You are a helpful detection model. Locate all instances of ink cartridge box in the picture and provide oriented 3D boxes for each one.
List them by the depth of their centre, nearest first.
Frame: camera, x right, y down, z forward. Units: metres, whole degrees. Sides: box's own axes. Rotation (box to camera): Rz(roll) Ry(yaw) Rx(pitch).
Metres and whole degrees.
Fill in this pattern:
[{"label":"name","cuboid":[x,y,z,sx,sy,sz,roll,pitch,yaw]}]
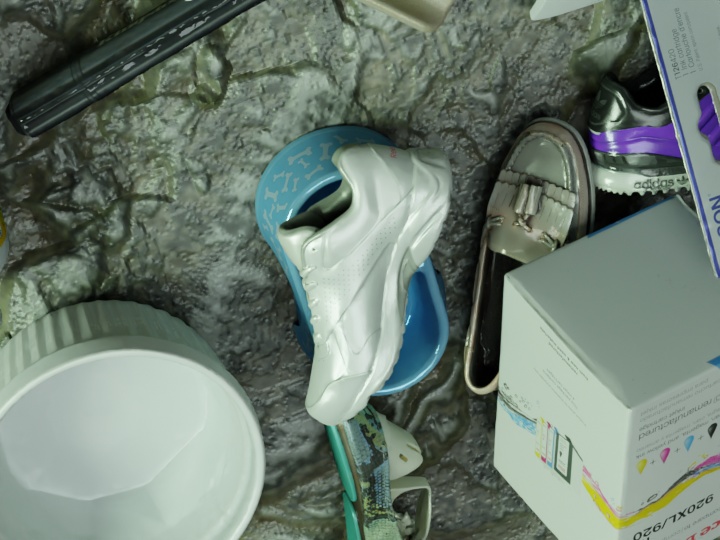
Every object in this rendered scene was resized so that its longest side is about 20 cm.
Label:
[{"label":"ink cartridge box","cuboid":[0.290,-0.119,1.544,0.199,0.047,0.198,-18,99,-11]},{"label":"ink cartridge box","cuboid":[0.192,0.086,1.597,0.147,0.145,0.200,-25,141,-21]}]

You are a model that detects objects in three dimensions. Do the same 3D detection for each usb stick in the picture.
[{"label":"usb stick","cuboid":[-0.135,-0.143,1.477,0.200,0.055,0.033,-29,99,10]}]

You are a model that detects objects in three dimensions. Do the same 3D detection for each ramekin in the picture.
[{"label":"ramekin","cuboid":[-0.170,0.114,1.587,0.199,0.105,0.201,-6,119,-11]}]

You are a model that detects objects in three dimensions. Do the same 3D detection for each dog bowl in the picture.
[{"label":"dog bowl","cuboid":[0.000,0.000,1.602,0.111,0.050,0.200,-20,121,-4]}]

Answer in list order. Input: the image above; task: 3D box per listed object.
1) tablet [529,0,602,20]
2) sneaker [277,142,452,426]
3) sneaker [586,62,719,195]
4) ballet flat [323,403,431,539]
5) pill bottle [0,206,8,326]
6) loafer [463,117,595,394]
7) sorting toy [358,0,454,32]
[{"label":"tablet","cuboid":[0.209,-0.206,1.512,0.199,0.130,0.014,-20,86,-4]},{"label":"sneaker","cuboid":[-0.014,0.003,1.538,0.099,0.078,0.201,14,104,-14]},{"label":"sneaker","cuboid":[0.250,-0.114,1.596,0.199,0.070,0.100,-9,117,-10]},{"label":"ballet flat","cuboid":[0.015,0.148,1.672,0.074,0.074,0.200,-15,134,-6]},{"label":"pill bottle","cuboid":[-0.280,-0.047,1.472,0.104,0.104,0.201,-12,120,-8]},{"label":"loafer","cuboid":[0.112,-0.004,1.608,0.072,0.063,0.201,21,120,19]},{"label":"sorting toy","cuboid":[0.024,-0.266,1.474,0.185,0.036,0.200,23,109,-24]}]
